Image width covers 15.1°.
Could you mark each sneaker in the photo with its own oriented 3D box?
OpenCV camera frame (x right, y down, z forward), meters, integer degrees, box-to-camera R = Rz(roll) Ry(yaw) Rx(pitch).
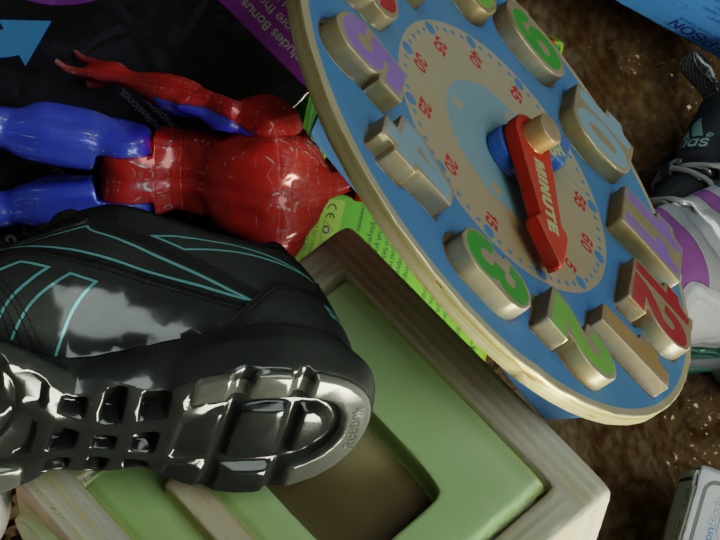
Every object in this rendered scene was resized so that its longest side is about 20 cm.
[{"bbox_3d":[0.128,-0.027,1.125,0.200,0.078,0.140,13,74,-36],"label":"sneaker"},{"bbox_3d":[-0.098,0.023,0.829,0.199,0.076,0.079,5,45,-20],"label":"sneaker"}]

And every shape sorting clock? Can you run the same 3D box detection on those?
[{"bbox_3d":[0.048,-0.039,0.900,0.200,0.039,0.200,43,29,-32],"label":"shape sorting clock"}]

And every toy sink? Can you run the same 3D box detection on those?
[{"bbox_3d":[-0.037,0.106,0.889,0.200,0.112,0.130,-38,71,-19],"label":"toy sink"}]

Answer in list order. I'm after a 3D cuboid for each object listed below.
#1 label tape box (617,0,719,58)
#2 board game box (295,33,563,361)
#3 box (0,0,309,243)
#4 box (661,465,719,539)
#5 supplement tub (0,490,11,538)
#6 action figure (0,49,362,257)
[{"bbox_3d":[0.129,-0.210,1.147,0.143,0.066,0.201,24,57,-26],"label":"label tape box"},{"bbox_3d":[0.000,0.000,1.012,0.101,0.048,0.201,6,104,-30],"label":"board game box"},{"bbox_3d":[-0.113,-0.067,0.936,0.143,0.036,0.200,44,101,-10],"label":"box"},{"bbox_3d":[0.210,0.161,1.091,0.199,0.060,0.117,16,85,1],"label":"box"},{"bbox_3d":[-0.223,0.088,0.857,0.200,0.140,0.141,-40,104,-28],"label":"supplement tub"},{"bbox_3d":[-0.084,-0.035,0.900,0.199,0.052,0.066,3,108,5],"label":"action figure"}]
